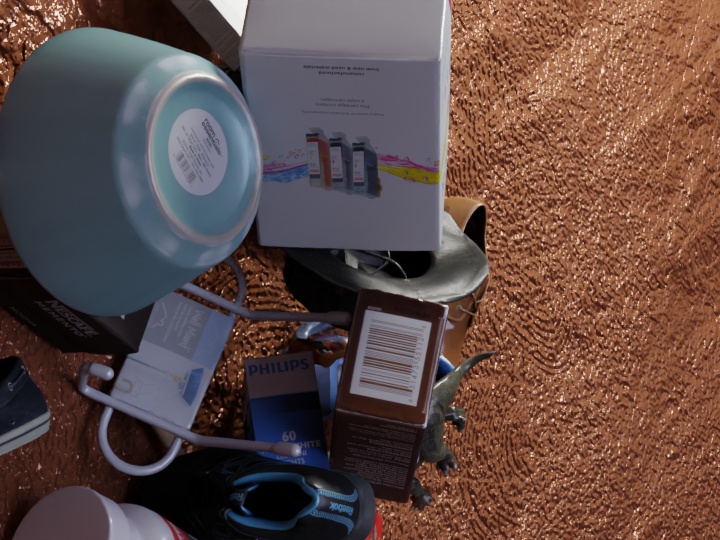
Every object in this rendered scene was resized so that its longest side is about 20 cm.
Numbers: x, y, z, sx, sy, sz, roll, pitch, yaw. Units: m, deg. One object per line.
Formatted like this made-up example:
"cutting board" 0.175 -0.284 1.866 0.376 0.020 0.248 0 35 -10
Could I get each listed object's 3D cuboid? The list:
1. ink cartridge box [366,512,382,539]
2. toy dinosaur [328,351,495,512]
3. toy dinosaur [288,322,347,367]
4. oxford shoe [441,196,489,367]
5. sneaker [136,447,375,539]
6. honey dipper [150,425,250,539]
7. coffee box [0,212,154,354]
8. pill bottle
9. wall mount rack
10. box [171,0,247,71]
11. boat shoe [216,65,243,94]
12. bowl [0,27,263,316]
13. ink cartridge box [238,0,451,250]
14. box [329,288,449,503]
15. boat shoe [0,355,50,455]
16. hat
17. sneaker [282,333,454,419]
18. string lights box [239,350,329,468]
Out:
"ink cartridge box" 0.016 0.292 1.703 0.200 0.044 0.178 68 32 -79
"toy dinosaur" 0.039 0.142 1.699 0.102 0.199 0.077 36 21 -56
"toy dinosaur" 0.008 0.029 1.730 0.182 0.105 0.201 -48 152 -20
"oxford shoe" 0.083 0.030 1.870 0.071 0.071 0.202 8 84 -56
"sneaker" -0.089 0.163 1.499 0.082 0.198 0.074 22 68 -58
"honey dipper" -0.129 0.165 1.593 0.038 0.038 0.201 -54 129 -40
"coffee box" -0.190 -0.053 1.472 0.113 0.079 0.202 42 56 -44
"pill bottle" -0.158 0.239 1.480 0.200 0.115 0.117 42 56 -47
"wall mount rack" -0.110 0.065 1.520 0.075 0.172 0.201 115 -3 -62
"box" -0.089 -0.264 1.610 0.145 0.036 0.200 49 46 -7
"boat shoe" -0.058 -0.095 1.673 0.200 0.066 0.075 57 45 -37
"bowl" -0.141 -0.071 1.387 0.200 0.104 0.203 5 84 -50
"ink cartridge box" -0.006 -0.132 1.494 0.201 0.143 0.146 89 5 -49
"box" 0.019 0.101 1.562 0.200 0.074 0.101 101 1 -68
"boat shoe" -0.281 0.106 1.350 0.200 0.074 0.063 -27 106 -57
"hat" 0.000 0.000 1.610 0.200 0.200 0.081 -22 139 -53
"sneaker" 0.006 0.091 1.748 0.199 0.082 0.075 -2 92 -52
"string lights box" -0.054 0.176 1.596 0.103 0.058 0.202 105 -23 -72
